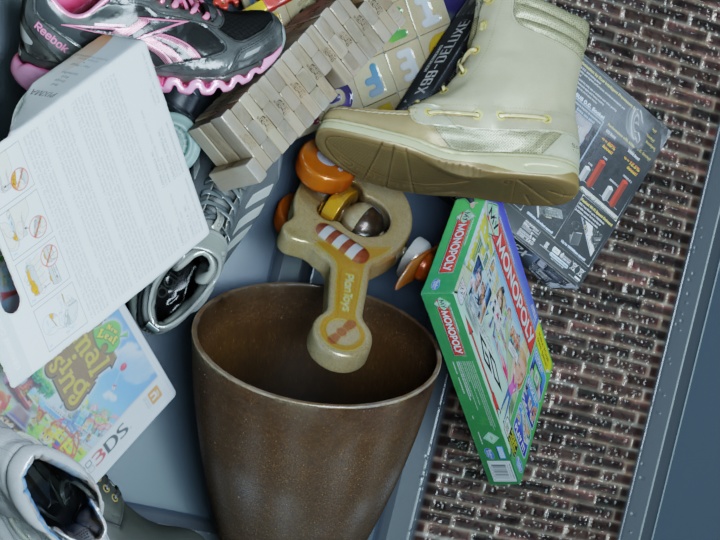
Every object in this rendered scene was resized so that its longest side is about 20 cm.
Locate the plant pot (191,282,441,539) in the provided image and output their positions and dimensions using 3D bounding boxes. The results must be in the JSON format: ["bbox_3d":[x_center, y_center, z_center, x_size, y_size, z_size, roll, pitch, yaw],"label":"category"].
[{"bbox_3d":[-0.046,0.140,1.519,0.185,0.187,0.201,-1,118,-19],"label":"plant pot"}]

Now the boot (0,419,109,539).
[{"bbox_3d":[-0.209,0.176,1.382,0.074,0.095,0.200,-54,137,-19],"label":"boot"}]

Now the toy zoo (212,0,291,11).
[{"bbox_3d":[-0.095,-0.254,1.509,0.199,0.020,0.132,-30,89,-8],"label":"toy zoo"}]

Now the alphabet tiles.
[{"bbox_3d":[-0.007,-0.195,1.566,0.166,0.006,0.201,-26,104,-24],"label":"alphabet tiles"}]

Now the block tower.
[{"bbox_3d":[-0.046,-0.147,1.495,0.058,0.054,0.200,50,60,-19],"label":"block tower"}]

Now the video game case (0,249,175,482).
[{"bbox_3d":[-0.229,0.083,1.414,0.182,0.022,0.201,-49,134,-26],"label":"video game case"}]

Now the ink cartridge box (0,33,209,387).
[{"bbox_3d":[-0.202,-0.042,1.363,0.200,0.050,0.163,-39,127,-33],"label":"ink cartridge box"}]

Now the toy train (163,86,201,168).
[{"bbox_3d":[-0.198,-0.062,1.489,0.113,0.085,0.201,28,86,-10],"label":"toy train"}]

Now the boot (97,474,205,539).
[{"bbox_3d":[-0.197,0.154,1.515,0.199,0.077,0.140,13,87,-21],"label":"boot"}]

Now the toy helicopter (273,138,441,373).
[{"bbox_3d":[0.000,0.000,1.501,0.131,0.201,0.079,16,135,-10],"label":"toy helicopter"}]

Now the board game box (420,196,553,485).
[{"bbox_3d":[0.101,0.047,1.550,0.135,0.029,0.201,-67,146,-44],"label":"board game box"}]

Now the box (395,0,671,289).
[{"bbox_3d":[0.132,-0.106,1.604,0.200,0.050,0.158,37,75,-20],"label":"box"}]

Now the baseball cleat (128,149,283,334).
[{"bbox_3d":[-0.106,-0.039,1.507,0.069,0.106,0.201,27,85,-15],"label":"baseball cleat"}]

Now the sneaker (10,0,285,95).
[{"bbox_3d":[-0.150,-0.178,1.429,0.198,0.079,0.096,-5,119,-13],"label":"sneaker"}]

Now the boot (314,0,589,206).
[{"bbox_3d":[0.072,-0.138,1.508,0.198,0.073,0.157,8,68,0],"label":"boot"}]
